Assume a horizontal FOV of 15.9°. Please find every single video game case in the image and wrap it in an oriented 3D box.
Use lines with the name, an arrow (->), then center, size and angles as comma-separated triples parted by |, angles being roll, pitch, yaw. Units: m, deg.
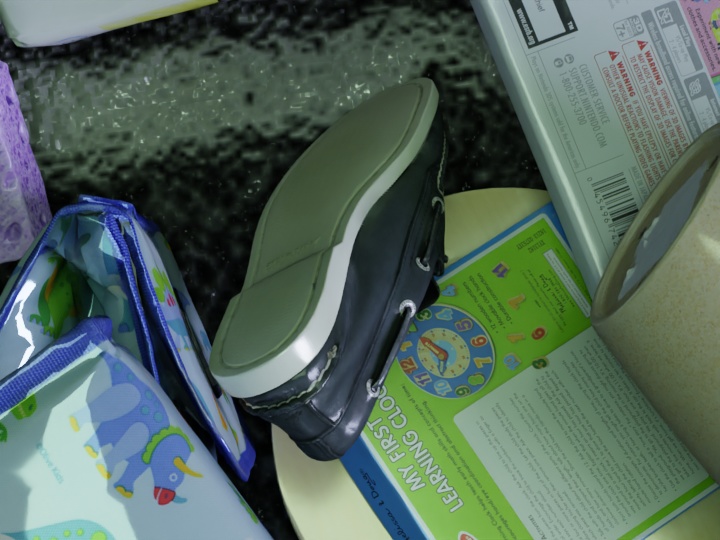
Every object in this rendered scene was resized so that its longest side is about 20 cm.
video game case -> 0.152, -0.084, 1.065 | 0.182, 0.022, 0.200 | -21, 87, -12

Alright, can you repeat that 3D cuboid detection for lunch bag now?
lunch bag -> -0.116, 0.138, 0.840 | 0.200, 0.127, 0.170 | -37, 91, -5
lunch bag -> -0.105, 0.074, 0.990 | 0.127, 0.170, 0.200 | 6, 89, -1

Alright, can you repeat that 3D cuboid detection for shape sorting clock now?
shape sorting clock -> 0.063, 0.064, 1.060 | 0.200, 0.039, 0.200 | 2, 76, -6

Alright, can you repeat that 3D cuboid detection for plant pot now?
plant pot -> 0.195, 0.035, 0.977 | 0.200, 0.187, 0.187 | 33, 87, -7

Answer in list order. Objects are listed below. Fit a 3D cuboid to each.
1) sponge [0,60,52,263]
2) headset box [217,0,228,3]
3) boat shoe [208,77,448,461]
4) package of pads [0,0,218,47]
sponge -> -0.200, -0.094, 1.026 | 0.111, 0.030, 0.200 | -9, 105, 20
headset box -> -0.041, -0.211, 0.900 | 0.077, 0.149, 0.200 | -16, 105, 10
boat shoe -> 0.002, -0.001, 1.015 | 0.074, 0.199, 0.066 | -24, 116, 27
package of pads -> -0.068, -0.184, 1.025 | 0.200, 0.068, 0.155 | -14, 107, 10
